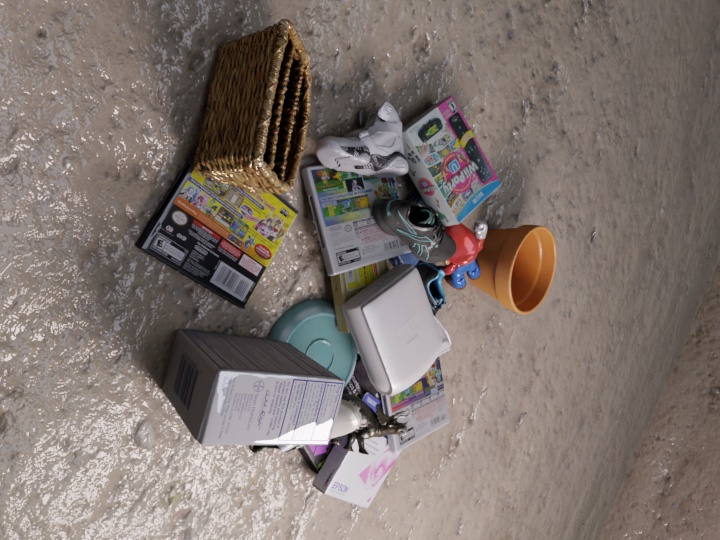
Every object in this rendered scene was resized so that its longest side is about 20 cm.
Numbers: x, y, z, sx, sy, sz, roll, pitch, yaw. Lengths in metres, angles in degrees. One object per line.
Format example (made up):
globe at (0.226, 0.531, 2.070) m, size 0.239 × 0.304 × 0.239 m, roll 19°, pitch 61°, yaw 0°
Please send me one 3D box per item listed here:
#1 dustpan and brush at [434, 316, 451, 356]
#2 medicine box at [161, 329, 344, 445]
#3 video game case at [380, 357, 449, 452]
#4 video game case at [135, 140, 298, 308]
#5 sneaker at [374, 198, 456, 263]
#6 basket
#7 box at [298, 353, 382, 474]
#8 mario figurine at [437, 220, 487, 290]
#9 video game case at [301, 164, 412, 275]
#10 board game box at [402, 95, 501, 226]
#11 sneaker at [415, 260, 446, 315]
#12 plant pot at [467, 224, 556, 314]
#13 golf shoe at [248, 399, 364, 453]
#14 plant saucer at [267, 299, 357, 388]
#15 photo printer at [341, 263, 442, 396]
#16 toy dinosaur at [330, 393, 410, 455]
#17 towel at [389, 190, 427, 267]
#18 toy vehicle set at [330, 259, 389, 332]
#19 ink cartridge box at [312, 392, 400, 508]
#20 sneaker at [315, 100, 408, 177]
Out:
dustpan and brush at (0.080, 0.097, 1.171) m, size 0.139 × 0.057 × 0.200 m, roll -28°, pitch 84°, yaw -7°
medicine box at (-0.158, 0.169, 0.862) m, size 0.199 × 0.182 × 0.103 m, roll 13°, pitch 94°, yaw -35°
video game case at (0.114, 0.262, 1.256) m, size 0.200 × 0.023 × 0.183 m, roll -10°, pitch 91°, yaw -48°
video game case at (-0.203, -0.064, 0.883) m, size 0.200 × 0.025 × 0.181 m, roll 39°, pitch 74°, yaw -44°
sneaker at (0.115, -0.069, 1.064) m, size 0.200 × 0.079 × 0.076 m, roll 26°, pitch 65°, yaw -37°
basket at (-0.117, -0.209, 0.815) m, size 0.143 × 0.149 × 0.201 m, roll 18°, pitch 78°, yaw -47°
box at (-0.043, 0.274, 1.140) m, size 0.200 × 0.036 × 0.143 m, roll -46°, pitch 131°, yaw -28°
mario figurine at (0.202, -0.043, 1.238) m, size 0.124 × 0.106 × 0.200 m, roll -65°, pitch 159°, yaw -19°
video game case at (0.000, -0.101, 1.037) m, size 0.200 × 0.022 × 0.183 m, roll -17°, pitch 94°, yaw -41°
board game box at (0.164, -0.207, 1.135) m, size 0.147 × 0.064 × 0.200 m, roll -41°, pitch 108°, yaw -28°
sneaker at (0.130, 0.077, 1.222) m, size 0.073 × 0.082 × 0.201 m, roll -23°, pitch 119°, yaw -42°
plant pot at (0.338, -0.015, 1.362) m, size 0.200 × 0.140 × 0.201 m, roll -17°, pitch 115°, yaw -41°
golf shoe at (-0.091, 0.263, 0.965) m, size 0.079 × 0.199 × 0.097 m, roll 66°, pitch 27°, yaw -19°
plant saucer at (-0.078, 0.152, 1.049) m, size 0.200 × 0.027 × 0.201 m, roll -3°, pitch 95°, yaw -39°
photo printer at (0.065, 0.112, 1.070) m, size 0.166 × 0.069 × 0.201 m, roll -34°, pitch 113°, yaw -37°
toy dinosaur at (-0.016, 0.267, 1.071) m, size 0.200 × 0.077 × 0.103 m, roll 28°, pitch 68°, yaw -16°
towel at (0.117, -0.094, 1.181) m, size 0.200 × 0.048 × 0.112 m, roll -50°, pitch 132°, yaw -24°
toy vehicle set at (0.000, 0.000, 1.075) m, size 0.124 × 0.026 × 0.201 m, roll -14°, pitch 100°, yaw -42°
ink cartridge box at (0.014, 0.364, 1.185) m, size 0.200 × 0.043 × 0.196 m, roll -57°, pitch 143°, yaw -10°
sneaker at (0.003, -0.225, 0.996) m, size 0.200 × 0.075 × 0.115 m, roll 3°, pitch 83°, yaw -45°
